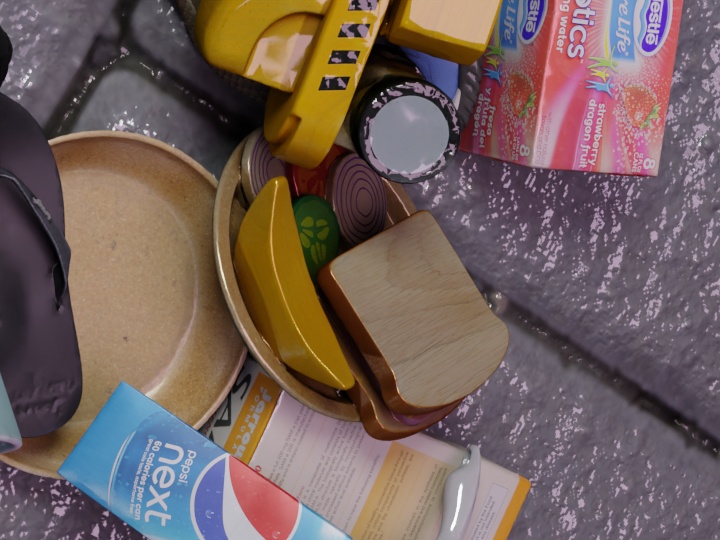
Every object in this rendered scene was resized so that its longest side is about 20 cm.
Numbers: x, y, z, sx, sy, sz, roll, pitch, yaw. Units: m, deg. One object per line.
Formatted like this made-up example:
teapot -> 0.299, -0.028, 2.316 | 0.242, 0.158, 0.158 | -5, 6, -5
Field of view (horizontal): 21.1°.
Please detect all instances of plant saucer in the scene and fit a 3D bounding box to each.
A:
plant saucer -> -0.155, 0.018, 1.100 | 0.200, 0.035, 0.201 | -7, 104, -28

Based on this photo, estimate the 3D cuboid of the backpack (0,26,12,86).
backpack -> -0.288, -0.101, 0.934 | 0.200, 0.127, 0.167 | -33, 74, -19

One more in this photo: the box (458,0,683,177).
box -> 0.132, -0.163, 1.190 | 0.102, 0.095, 0.200 | 3, 99, -31

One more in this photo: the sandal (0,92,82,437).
sandal -> -0.184, -0.006, 1.032 | 0.076, 0.043, 0.201 | -21, 110, -24

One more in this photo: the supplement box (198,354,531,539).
supplement box -> -0.010, 0.145, 1.188 | 0.200, 0.073, 0.126 | 26, 88, -32

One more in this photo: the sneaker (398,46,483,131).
sneaker -> 0.030, -0.175, 1.153 | 0.077, 0.076, 0.200 | -9, 105, -7

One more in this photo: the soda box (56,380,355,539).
soda box -> -0.062, 0.144, 1.054 | 0.200, 0.068, 0.064 | 33, 82, 12

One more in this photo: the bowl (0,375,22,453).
bowl -> -0.270, 0.039, 0.966 | 0.200, 0.201, 0.105 | 4, 80, -30

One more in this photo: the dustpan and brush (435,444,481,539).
dustpan and brush -> 0.034, 0.193, 1.130 | 0.057, 0.140, 0.200 | 16, 69, -20

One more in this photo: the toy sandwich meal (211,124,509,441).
toy sandwich meal -> 0.000, 0.000, 1.118 | 0.205, 0.070, 0.206 | 22, 59, -40

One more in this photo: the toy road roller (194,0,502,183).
toy road roller -> -0.004, -0.152, 1.048 | 0.146, 0.123, 0.200 | 18, 103, -15

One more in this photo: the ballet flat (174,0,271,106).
ballet flat -> -0.078, -0.167, 1.098 | 0.067, 0.046, 0.200 | -43, 118, -14
